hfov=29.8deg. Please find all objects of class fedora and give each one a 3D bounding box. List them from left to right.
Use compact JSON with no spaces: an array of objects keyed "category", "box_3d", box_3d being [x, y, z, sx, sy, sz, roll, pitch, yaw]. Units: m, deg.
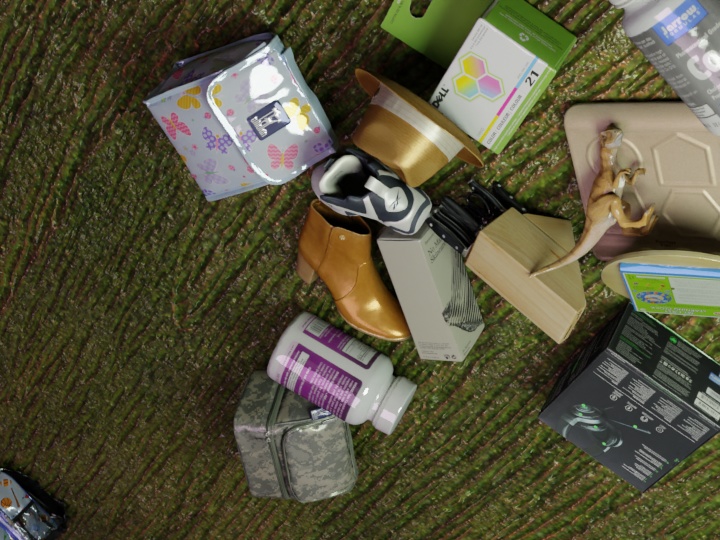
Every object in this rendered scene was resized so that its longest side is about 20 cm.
[{"category":"fedora","box_3d":[0.051,-0.152,1.569,0.200,0.082,0.201,36,180,0]}]

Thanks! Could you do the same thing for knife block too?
[{"category":"knife block","box_3d":[0.168,-0.017,1.620,0.175,0.201,0.064,7,139,-11]}]

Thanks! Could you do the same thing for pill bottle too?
[{"category":"pill bottle","box_3d":[-0.024,0.151,1.942,0.200,0.112,0.112,30,138,9]},{"category":"pill bottle","box_3d":[0.333,-0.242,1.344,0.200,0.114,0.114,46,138,-11]}]

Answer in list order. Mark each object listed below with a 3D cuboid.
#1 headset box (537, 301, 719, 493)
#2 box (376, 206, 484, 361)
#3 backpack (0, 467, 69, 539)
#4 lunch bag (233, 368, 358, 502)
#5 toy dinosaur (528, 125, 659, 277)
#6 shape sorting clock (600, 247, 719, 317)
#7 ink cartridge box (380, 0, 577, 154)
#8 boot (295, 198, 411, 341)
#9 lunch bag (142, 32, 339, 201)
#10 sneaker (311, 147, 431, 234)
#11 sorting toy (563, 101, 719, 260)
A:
[{"category":"headset box","box_3d":[0.347,0.168,1.719,0.174,0.093,0.200,35,139,2]},{"category":"box","box_3d":[0.094,0.018,1.766,0.068,0.082,0.200,3,130,33]},{"category":"backpack","box_3d":[-0.709,0.492,2.695,0.191,0.154,0.200,54,140,-4]},{"category":"lunch bag","box_3d":[-0.091,0.253,2.070,0.167,0.140,0.201,2,130,12]},{"category":"toy dinosaur","box_3d":[0.277,-0.066,1.533,0.106,0.060,0.201,25,112,22]},{"category":"shape sorting clock","box_3d":[0.375,0.012,1.545,0.199,0.039,0.200,11,159,4]},{"category":"ink cartridge box","box_3d":[0.116,-0.248,1.513,0.200,0.076,0.148,34,138,1]},{"category":"boot","box_3d":[0.000,-0.001,1.818,0.201,0.071,0.144,34,142,11]},{"category":"lunch bag","box_3d":[-0.145,-0.195,1.705,0.199,0.127,0.170,-12,122,33]},{"category":"sneaker","box_3d":[-0.019,-0.114,1.663,0.129,0.080,0.199,33,-179,-44]},{"category":"sorting toy","box_3d":[0.335,-0.100,1.535,0.185,0.036,0.201,3,124,32]}]
